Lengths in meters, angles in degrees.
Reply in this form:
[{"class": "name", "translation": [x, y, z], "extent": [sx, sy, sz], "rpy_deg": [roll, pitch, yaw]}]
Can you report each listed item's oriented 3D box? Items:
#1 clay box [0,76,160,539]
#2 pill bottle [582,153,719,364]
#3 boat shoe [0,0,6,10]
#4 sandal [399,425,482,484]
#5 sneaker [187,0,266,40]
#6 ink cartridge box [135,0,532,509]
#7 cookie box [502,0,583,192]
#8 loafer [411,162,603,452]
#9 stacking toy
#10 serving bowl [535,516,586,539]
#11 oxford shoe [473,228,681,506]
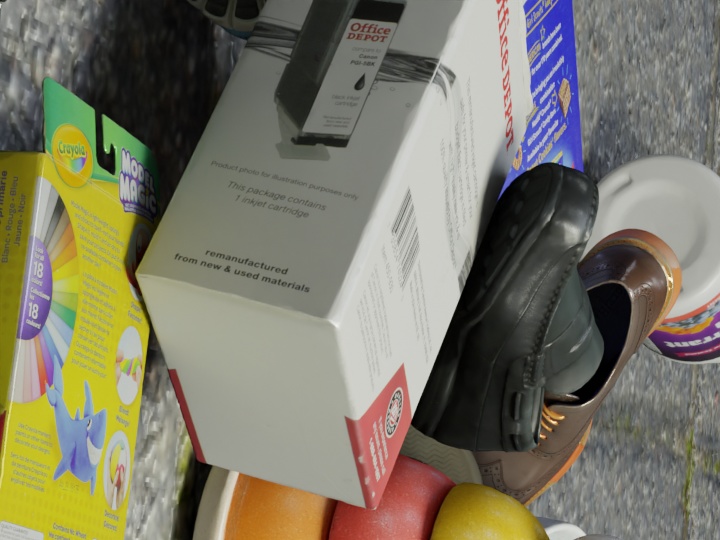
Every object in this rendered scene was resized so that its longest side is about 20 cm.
[{"class": "clay box", "translation": [-0.118, 0.041, 0.914], "extent": [0.115, 0.048, 0.200], "rpy_deg": [39, 54, -69]}, {"class": "pill bottle", "translation": [0.222, 0.001, 1.767], "extent": [0.200, 0.111, 0.111], "rpy_deg": [39, 56, -66]}, {"class": "boat shoe", "translation": [-0.136, -0.117, 0.829], "extent": [0.076, 0.060, 0.200], "rpy_deg": [-44, 133, -63]}, {"class": "sandal", "translation": [0.028, 0.143, 1.226], "extent": [0.055, 0.082, 0.200], "rpy_deg": [122, -36, -65]}, {"class": "sneaker", "translation": [-0.039, -0.190, 1.107], "extent": [0.090, 0.078, 0.200], "rpy_deg": [78, 25, -76]}, {"class": "ink cartridge box", "translation": [-0.004, -0.031, 1.027], "extent": [0.147, 0.083, 0.200], "rpy_deg": [79, 29, -56]}, {"class": "cookie box", "translation": [0.060, -0.080, 1.358], "extent": [0.171, 0.075, 0.200], "rpy_deg": [-48, 137, -61]}, {"class": "loafer", "translation": [0.076, 0.021, 1.139], "extent": [0.201, 0.070, 0.068], "rpy_deg": [111, -3, -56]}, {"class": "stacking toy", "translation": [0.036, 0.137, 1.131], "extent": [0.146, 0.200, 0.146], "rpy_deg": [3, 90, -71]}, {"class": "serving bowl", "translation": [0.049, 0.216, 1.346], "extent": [0.200, 0.066, 0.200], "rpy_deg": [-43, 143, -46]}, {"class": "oxford shoe", "translation": [0.096, 0.065, 1.397], "extent": [0.200, 0.071, 0.073], "rpy_deg": [-60, 171, 25]}]
